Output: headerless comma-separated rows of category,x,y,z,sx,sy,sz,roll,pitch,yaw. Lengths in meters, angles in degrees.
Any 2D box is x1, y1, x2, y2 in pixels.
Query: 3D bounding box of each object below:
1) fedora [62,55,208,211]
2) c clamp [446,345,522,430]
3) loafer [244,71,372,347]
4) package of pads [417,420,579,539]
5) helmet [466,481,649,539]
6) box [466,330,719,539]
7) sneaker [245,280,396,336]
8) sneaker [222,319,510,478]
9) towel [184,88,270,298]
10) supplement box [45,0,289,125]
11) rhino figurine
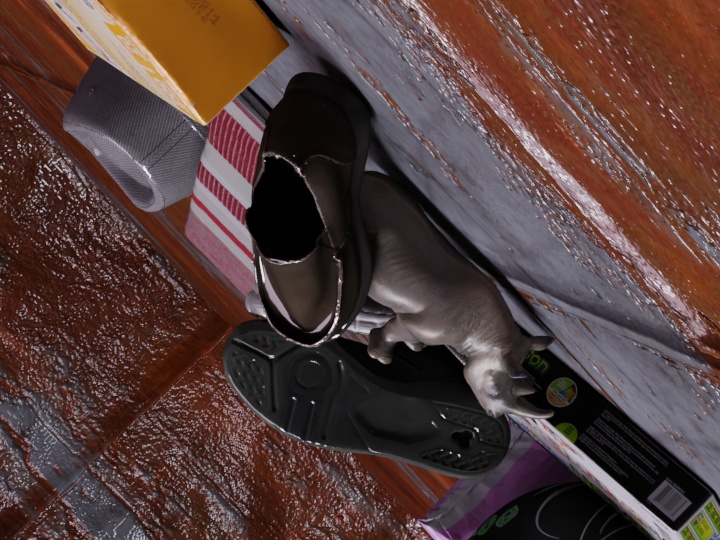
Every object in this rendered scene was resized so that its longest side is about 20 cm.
fedora,-0.165,-0.109,2.159,0.177,0.090,0.200,49,173,-27
c clamp,0.069,0.048,1.986,0.200,0.027,0.171,42,168,42
loafer,-0.040,-0.025,1.645,0.073,0.071,0.200,24,139,22
package of pads,0.146,0.203,2.020,0.200,0.121,0.076,48,170,-24
helmet,0.154,0.237,1.884,0.200,0.200,0.191,44,-148,14
box,0.154,0.115,1.797,0.200,0.035,0.110,41,173,33
sneaker,0.000,0.000,1.837,0.200,0.080,0.074,9,-175,44
sneaker,0.000,0.077,1.926,0.199,0.076,0.114,16,-167,-10
towel,-0.060,-0.036,1.986,0.144,0.023,0.200,44,151,15
supplement box,-0.139,-0.173,1.668,0.126,0.074,0.200,49,173,-29
rhino figurine,0.043,0.020,1.719,0.200,0.060,0.087,44,129,-1
